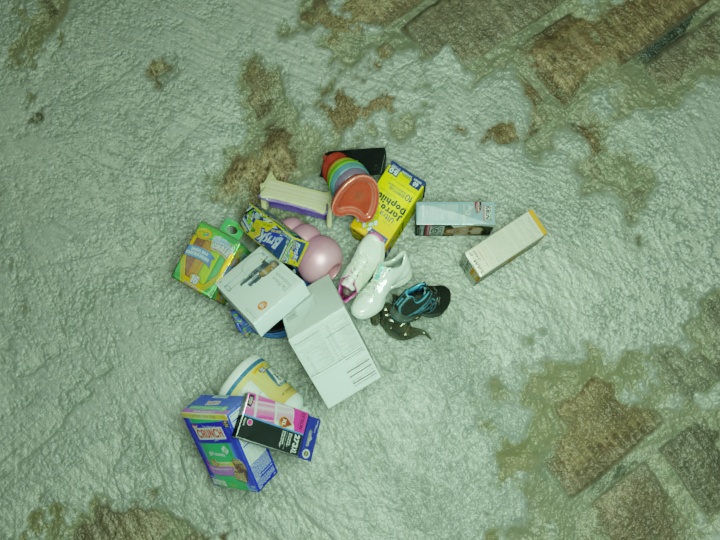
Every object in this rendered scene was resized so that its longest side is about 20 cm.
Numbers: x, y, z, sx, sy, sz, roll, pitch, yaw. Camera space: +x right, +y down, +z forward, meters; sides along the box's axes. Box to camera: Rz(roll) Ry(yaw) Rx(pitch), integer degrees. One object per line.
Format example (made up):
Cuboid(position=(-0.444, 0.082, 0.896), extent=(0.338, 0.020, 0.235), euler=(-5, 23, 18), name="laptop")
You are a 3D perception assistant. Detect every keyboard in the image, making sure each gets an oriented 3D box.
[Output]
Cuboid(position=(-0.023, -0.256, 1.499), extent=(0.195, 0.021, 0.131), euler=(3, 71, 33), name="keyboard")

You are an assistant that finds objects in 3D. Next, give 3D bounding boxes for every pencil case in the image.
Cuboid(position=(-0.224, 0.082, 1.411), extent=(0.197, 0.087, 0.079), euler=(-34, 99, -3), name="pencil case")

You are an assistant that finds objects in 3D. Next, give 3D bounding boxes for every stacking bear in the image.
Cuboid(position=(-0.038, -0.223, 1.411), extent=(0.118, 0.201, 0.116), euler=(11, 118, -31), name="stacking bear")

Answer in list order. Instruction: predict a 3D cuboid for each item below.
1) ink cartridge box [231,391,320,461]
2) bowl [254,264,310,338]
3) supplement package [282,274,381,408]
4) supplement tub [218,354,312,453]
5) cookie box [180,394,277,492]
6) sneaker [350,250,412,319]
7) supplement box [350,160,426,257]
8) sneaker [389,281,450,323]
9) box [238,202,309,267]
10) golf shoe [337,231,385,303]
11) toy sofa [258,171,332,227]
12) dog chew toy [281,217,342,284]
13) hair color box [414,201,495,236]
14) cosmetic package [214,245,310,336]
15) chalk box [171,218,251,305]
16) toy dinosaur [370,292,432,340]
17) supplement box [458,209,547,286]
Cuboid(position=(-0.177, 0.345, 1.265), extent=(0.196, 0.037, 0.097), euler=(26, 64, -24), name="ink cartridge box")
Cuboid(position=(-0.221, 0.069, 1.476), extent=(0.193, 0.039, 0.208), euler=(-1, 79, 4), name="bowl")
Cuboid(position=(-0.074, 0.159, 1.333), extent=(0.144, 0.192, 0.204), euler=(-28, 114, -2), name="supplement package")
Cuboid(position=(-0.226, 0.318, 1.372), extent=(0.199, 0.145, 0.146), euler=(40, 83, 10), name="supplement tub")
Cuboid(position=(-0.300, 0.392, 1.317), extent=(0.167, 0.075, 0.206), euler=(-8, 108, 38), name="cookie box")
Cuboid(position=(0.045, 0.027, 1.388), extent=(0.074, 0.090, 0.199), euler=(31, 61, 31), name="sneaker")
Cuboid(position=(0.071, -0.153, 1.467), extent=(0.107, 0.110, 0.203), euler=(32, 82, 9), name="supplement box")
Cuboid(position=(0.160, 0.069, 1.389), extent=(0.197, 0.083, 0.074), euler=(-17, 56, -42), name="sneaker")
Cuboid(position=(-0.215, -0.088, 1.416), extent=(0.199, 0.064, 0.071), euler=(36, 102, 39), name="box")
Cuboid(position=(0.000, 0.000, 1.401), extent=(0.074, 0.092, 0.203), euler=(31, 126, 9), name="golf shoe")
Cuboid(position=(-0.162, -0.172, 1.483), extent=(0.194, 0.084, 0.099), euler=(14, 49, 6), name="toy sofa")
Cuboid(position=(-0.136, -0.058, 1.459), extent=(0.199, 0.125, 0.125), euler=(42, 84, 19), name="dog chew toy")
Cuboid(position=(0.235, -0.129, 1.456), extent=(0.193, 0.099, 0.063), euler=(0, 77, 4), name="hair color box")
Cuboid(position=(-0.232, 0.043, 1.349), extent=(0.150, 0.052, 0.199), euler=(-42, 47, -15), name="cosmetic package")
Cuboid(position=(-0.363, -0.036, 1.463), extent=(0.122, 0.124, 0.205), euler=(25, 81, 8), name="chalk box")
Cuboid(position=(0.089, 0.124, 1.439), extent=(0.198, 0.077, 0.104), euler=(36, 94, 5), name="toy dinosaur")
Cuboid(position=(0.347, -0.054, 1.421), extent=(0.197, 0.126, 0.075), euler=(-33, 79, -4), name="supplement box")
